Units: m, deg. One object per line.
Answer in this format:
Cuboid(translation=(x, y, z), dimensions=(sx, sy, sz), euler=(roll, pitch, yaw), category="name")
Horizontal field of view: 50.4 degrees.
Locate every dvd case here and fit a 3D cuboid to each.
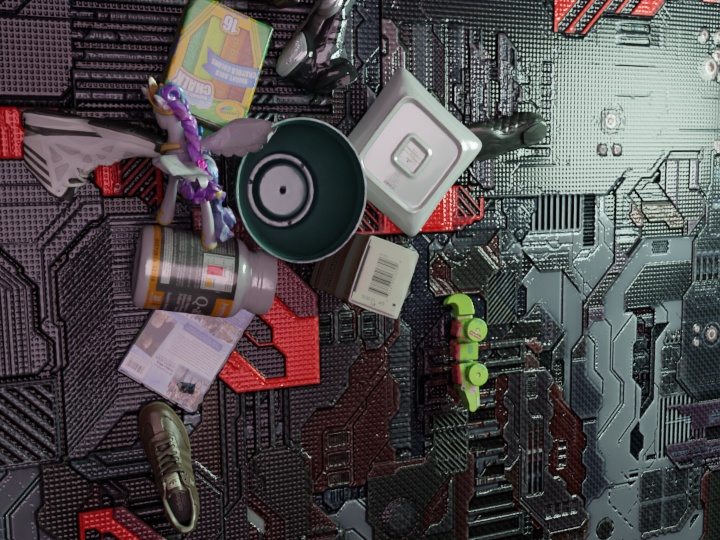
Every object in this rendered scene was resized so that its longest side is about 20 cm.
Cuboid(translation=(-0.261, 0.101, 1.175), dimensions=(0.141, 0.017, 0.203), euler=(35, 82, -22), category="dvd case")

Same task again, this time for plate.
Cuboid(translation=(0.079, -0.188, 1.253), dimensions=(0.198, 0.032, 0.201), euler=(38, 93, -20), category="plate")

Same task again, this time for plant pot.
Cuboid(translation=(-0.104, -0.121, 1.151), dimensions=(0.195, 0.134, 0.207), euler=(-3, 97, -21), category="plant pot")

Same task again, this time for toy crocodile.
Cuboid(translation=(0.180, 0.142, 1.329), dimensions=(0.060, 0.067, 0.207), euler=(-4, 95, -15), category="toy crocodile")

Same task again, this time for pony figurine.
Cuboid(translation=(-0.214, -0.136, 1.001), dimensions=(0.165, 0.190, 0.204), euler=(-34, 138, -39), category="pony figurine")

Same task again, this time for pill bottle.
Cuboid(translation=(-0.225, 0.006, 1.109), dimensions=(0.195, 0.116, 0.120), euler=(9, 93, -21), category="pill bottle")

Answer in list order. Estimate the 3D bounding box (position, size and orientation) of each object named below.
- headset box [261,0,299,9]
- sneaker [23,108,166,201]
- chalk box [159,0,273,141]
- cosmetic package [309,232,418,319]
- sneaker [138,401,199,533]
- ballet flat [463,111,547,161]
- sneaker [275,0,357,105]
Cuboid(translation=(-0.153, -0.486, 1.115), dimensions=(0.196, 0.075, 0.153), euler=(12, 92, -30), category="headset box")
Cuboid(translation=(-0.374, -0.153, 1.075), dimensions=(0.194, 0.076, 0.119), euler=(9, 103, -4), category="sneaker")
Cuboid(translation=(-0.221, -0.265, 1.095), dimensions=(0.122, 0.123, 0.205), euler=(17, 89, -21), category="chalk box")
Cuboid(translation=(0.000, 0.000, 1.171), dimensions=(0.085, 0.199, 0.106), euler=(20, 88, -20), category="cosmetic package")
Cuboid(translation=(-0.281, 0.299, 1.158), dimensions=(0.069, 0.075, 0.205), euler=(-19, 103, -18), category="sneaker")
Cuboid(translation=(0.231, -0.233, 1.326), dimensions=(0.194, 0.057, 0.068), euler=(-11, 122, -14), category="ballet flat")
Cuboid(translation=(-0.037, -0.356, 1.188), dimensions=(0.113, 0.075, 0.202), euler=(38, 88, -21), category="sneaker")
